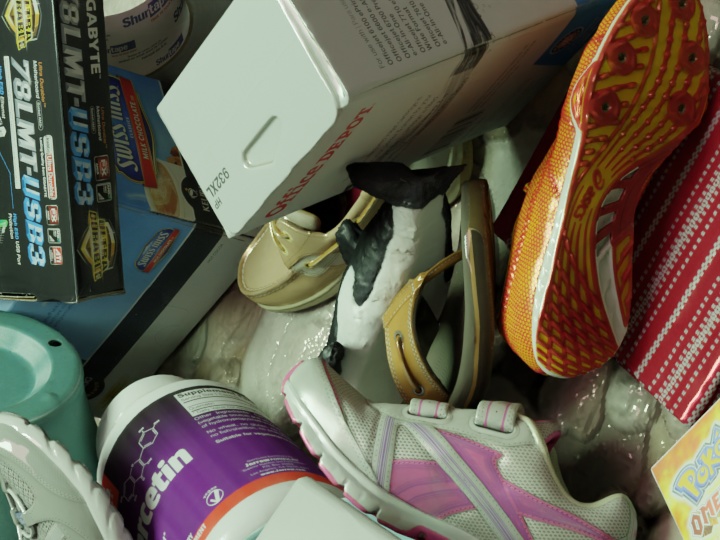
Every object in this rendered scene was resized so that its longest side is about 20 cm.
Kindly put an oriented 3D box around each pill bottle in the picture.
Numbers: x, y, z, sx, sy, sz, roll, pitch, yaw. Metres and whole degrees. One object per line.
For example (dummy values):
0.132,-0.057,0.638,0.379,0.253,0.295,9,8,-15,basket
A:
-0.081,0.136,1.218,0.200,0.112,0.113,37,107,53,pill bottle

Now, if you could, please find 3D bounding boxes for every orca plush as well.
0.000,0.000,1.126,0.071,0.105,0.200,46,161,28,orca plush

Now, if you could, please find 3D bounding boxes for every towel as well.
0.147,-0.032,1.044,0.145,0.022,0.200,-62,37,18,towel

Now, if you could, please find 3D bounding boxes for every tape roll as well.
-0.166,-0.180,1.379,0.200,0.199,0.066,-47,44,34,tape roll

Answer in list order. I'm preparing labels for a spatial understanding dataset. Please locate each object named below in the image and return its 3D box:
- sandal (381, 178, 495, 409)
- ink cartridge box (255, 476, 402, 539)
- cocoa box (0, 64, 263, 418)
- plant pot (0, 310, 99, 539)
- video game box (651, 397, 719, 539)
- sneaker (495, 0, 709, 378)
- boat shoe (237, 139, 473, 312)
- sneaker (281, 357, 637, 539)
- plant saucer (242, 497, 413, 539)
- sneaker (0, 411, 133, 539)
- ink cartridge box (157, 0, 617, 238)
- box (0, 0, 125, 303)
0.034,0.042,1.089,0.082,0.054,0.201,-92,11,-46,sandal
0.046,0.192,0.946,0.200,0.144,0.084,31,81,42,ink cartridge box
-0.178,-0.019,1.395,0.200,0.131,0.134,-47,43,34,cocoa box
-0.240,0.134,1.315,0.200,0.199,0.189,-130,39,-50,plant pot
0.224,0.092,0.871,0.200,0.047,0.183,-51,39,30,video game box
0.109,-0.050,1.026,0.077,0.073,0.201,28,97,64,sneaker
-0.020,-0.040,1.237,0.200,0.069,0.074,-38,49,41,boat shoe
0.052,0.098,1.034,0.088,0.199,0.081,-54,-8,0,sneaker
0.000,0.219,1.085,0.200,0.039,0.203,-5,74,17,plant saucer
-0.162,0.172,1.173,0.201,0.082,0.075,59,165,1,sneaker
0.017,-0.111,1.069,0.084,0.199,0.145,58,144,10,ink cartridge box
-0.234,-0.084,1.292,0.197,0.050,0.202,1,100,37,box
